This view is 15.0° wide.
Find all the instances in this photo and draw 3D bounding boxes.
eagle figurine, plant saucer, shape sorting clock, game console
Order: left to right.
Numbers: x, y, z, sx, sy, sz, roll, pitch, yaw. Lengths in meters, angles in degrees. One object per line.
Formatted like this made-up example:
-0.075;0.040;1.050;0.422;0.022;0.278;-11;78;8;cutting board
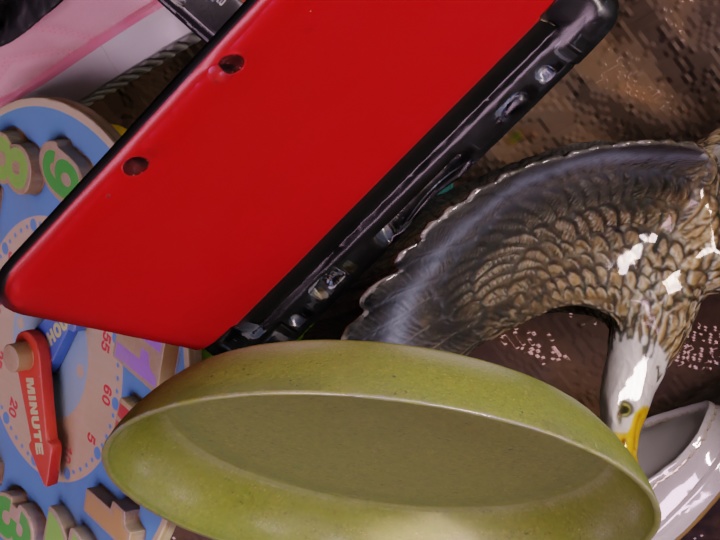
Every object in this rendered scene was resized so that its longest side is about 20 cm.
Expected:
-0.124;0.031;1.089;0.199;0.039;0.201;11;105;47;shape sorting clock
-0.019;-0.070;0.946;0.118;0.173;0.200;35;119;-21;game console
0.009;0.066;0.970;0.199;0.031;0.200;7;158;3;plant saucer
0.086;-0.001;1.015;0.199;0.151;0.152;8;135;-5;eagle figurine

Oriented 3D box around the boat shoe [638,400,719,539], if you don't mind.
0.080;0.096;1.159;0.069;0.071;0.200;47;131;-11;boat shoe

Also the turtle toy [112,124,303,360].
-0.084;0.029;1.151;0.200;0.101;0.146;17;132;49;turtle toy

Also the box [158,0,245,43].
-0.033;-0.193;0.959;0.160;0.044;0.200;40;88;-3;box

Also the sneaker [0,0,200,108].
-0.135;-0.115;1.133;0.200;0.075;0.105;-26;95;43;sneaker

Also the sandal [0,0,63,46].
-0.171;-0.106;1.075;0.075;0.048;0.200;46;125;-6;sandal

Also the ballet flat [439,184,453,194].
0.000;0.000;1.152;0.072;0.068;0.201;26;137;35;ballet flat
